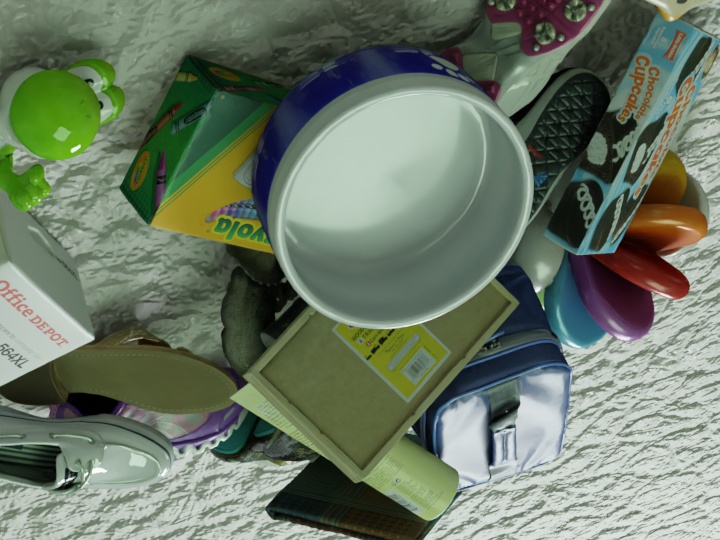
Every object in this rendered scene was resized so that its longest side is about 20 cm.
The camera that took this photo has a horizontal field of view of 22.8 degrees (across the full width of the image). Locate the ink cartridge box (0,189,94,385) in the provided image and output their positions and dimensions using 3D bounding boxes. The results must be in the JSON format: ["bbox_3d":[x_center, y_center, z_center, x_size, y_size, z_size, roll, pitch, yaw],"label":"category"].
[{"bbox_3d":[-0.330,0.036,1.387,0.199,0.085,0.146,-26,148,7],"label":"ink cartridge box"}]

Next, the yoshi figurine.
[{"bbox_3d":[-0.259,-0.092,1.227,0.199,0.112,0.113,-24,142,-3],"label":"yoshi figurine"}]

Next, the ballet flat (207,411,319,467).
[{"bbox_3d":[-0.080,0.155,1.653,0.072,0.072,0.200,-1,173,-30],"label":"ballet flat"}]

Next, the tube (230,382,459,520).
[{"bbox_3d":[-0.007,0.138,1.486,0.200,0.052,0.058,33,93,-19],"label":"tube"}]

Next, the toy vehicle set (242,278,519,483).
[{"bbox_3d":[0.019,0.055,1.427,0.200,0.124,0.027,-46,-177,-18],"label":"toy vehicle set"}]

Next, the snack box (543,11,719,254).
[{"bbox_3d":[0.223,-0.109,1.447,0.201,0.037,0.116,-64,160,12],"label":"snack box"}]

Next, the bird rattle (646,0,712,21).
[{"bbox_3d":[0.260,-0.256,1.288,0.163,0.113,0.200,-34,146,11],"label":"bird rattle"}]

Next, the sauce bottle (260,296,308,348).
[{"bbox_3d":[0.000,0.000,1.481,0.200,0.065,0.065,-46,152,-17],"label":"sauce bottle"}]

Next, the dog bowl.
[{"bbox_3d":[0.023,-0.061,1.321,0.199,0.079,0.201,-9,123,-14],"label":"dog bowl"}]

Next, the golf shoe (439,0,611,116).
[{"bbox_3d":[0.129,-0.179,1.382,0.200,0.075,0.091,-42,164,26],"label":"golf shoe"}]

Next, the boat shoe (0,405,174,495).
[{"bbox_3d":[-0.258,0.166,1.538,0.199,0.067,0.074,8,120,-15],"label":"boat shoe"}]

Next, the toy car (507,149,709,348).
[{"bbox_3d":[0.226,-0.010,1.598,0.175,0.150,0.200,13,134,-43],"label":"toy car"}]

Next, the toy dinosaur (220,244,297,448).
[{"bbox_3d":[-0.093,0.046,1.509,0.077,0.201,0.102,8,174,13],"label":"toy dinosaur"}]

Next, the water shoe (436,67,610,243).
[{"bbox_3d":[0.121,-0.082,1.446,0.200,0.079,0.072,-42,105,-3],"label":"water shoe"}]

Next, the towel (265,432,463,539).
[{"bbox_3d":[0.018,0.195,1.626,0.200,0.146,0.022,-39,135,-61],"label":"towel"}]

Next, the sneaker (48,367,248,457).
[{"bbox_3d":[-0.194,0.120,1.611,0.199,0.081,0.089,-14,131,-18],"label":"sneaker"}]

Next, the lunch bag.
[{"bbox_3d":[0.109,0.100,1.551,0.135,0.133,0.200,-19,148,-8],"label":"lunch bag"}]

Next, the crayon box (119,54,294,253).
[{"bbox_3d":[-0.071,-0.080,1.370,0.199,0.058,0.119,12,115,-42],"label":"crayon box"}]

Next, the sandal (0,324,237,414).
[{"bbox_3d":[-0.208,0.073,1.545,0.211,0.070,0.078,0,132,5],"label":"sandal"}]
